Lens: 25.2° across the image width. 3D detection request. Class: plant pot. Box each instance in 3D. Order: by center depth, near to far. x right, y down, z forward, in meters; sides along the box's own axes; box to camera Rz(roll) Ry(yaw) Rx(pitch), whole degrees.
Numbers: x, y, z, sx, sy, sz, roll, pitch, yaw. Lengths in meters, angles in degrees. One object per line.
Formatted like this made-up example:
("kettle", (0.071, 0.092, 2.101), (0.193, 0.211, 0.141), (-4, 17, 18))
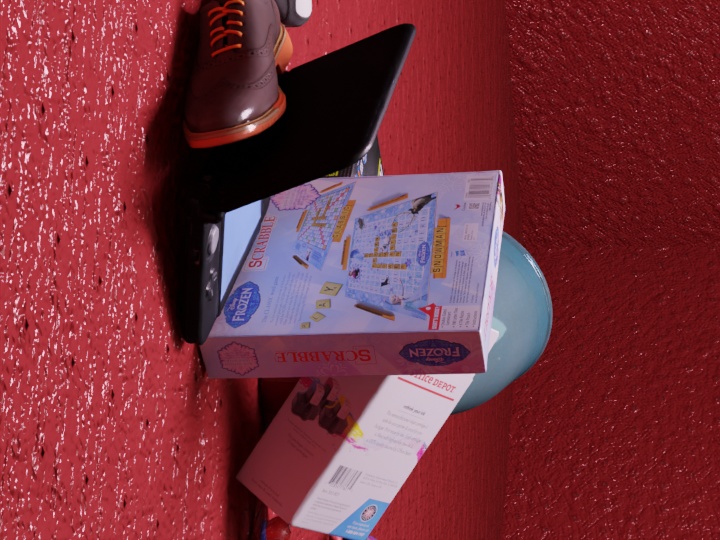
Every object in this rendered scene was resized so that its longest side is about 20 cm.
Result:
("plant pot", (0.078, 0.068, 1.698), (0.188, 0.200, 0.200), (-39, 129, -58))

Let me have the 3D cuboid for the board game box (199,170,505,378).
("board game box", (0.000, 0.000, 1.178), (0.200, 0.199, 0.041), (-76, 161, -52))

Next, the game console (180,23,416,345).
("game console", (-0.041, -0.061, 1.096), (0.200, 0.116, 0.176), (-69, 168, -55))

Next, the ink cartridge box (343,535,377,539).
("ink cartridge box", (0.007, 0.334, 1.566), (0.119, 0.042, 0.200), (172, -83, -77))

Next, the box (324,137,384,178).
("box", (-0.010, -0.044, 1.561), (0.200, 0.047, 0.193), (-79, 163, -45))

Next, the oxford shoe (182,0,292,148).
("oxford shoe", (-0.090, -0.143, 1.079), (0.200, 0.071, 0.073), (-89, 165, -60))

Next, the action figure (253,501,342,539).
("action figure", (-0.047, 0.240, 1.300), (0.200, 0.065, 0.099), (80, 21, -49))

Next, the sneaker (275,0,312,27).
("sneaker", (-0.051, -0.278, 1.247), (0.074, 0.080, 0.200), (-80, 167, -52))

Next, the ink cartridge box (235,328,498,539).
("ink cartridge box", (0.008, 0.103, 1.235), (0.200, 0.068, 0.115), (-56, 147, 4))

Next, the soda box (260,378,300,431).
("soda box", (-0.032, 0.083, 1.384), (0.200, 0.063, 0.070), (-65, 153, -69))
